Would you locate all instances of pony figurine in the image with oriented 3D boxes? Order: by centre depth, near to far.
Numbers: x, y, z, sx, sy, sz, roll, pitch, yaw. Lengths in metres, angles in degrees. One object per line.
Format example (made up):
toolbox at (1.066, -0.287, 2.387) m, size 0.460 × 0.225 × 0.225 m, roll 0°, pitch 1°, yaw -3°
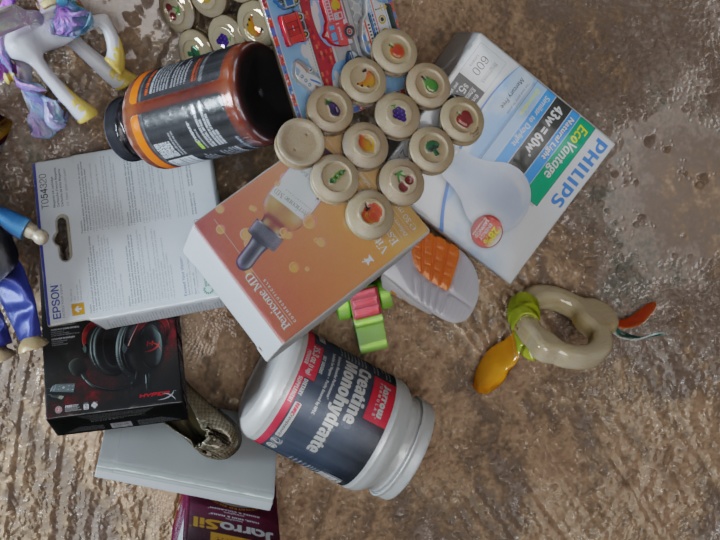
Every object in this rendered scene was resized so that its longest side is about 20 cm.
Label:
pony figurine at (-0.348, -0.242, 1.258) m, size 0.192 × 0.166 × 0.201 m, roll -36°, pitch 114°, yaw -15°

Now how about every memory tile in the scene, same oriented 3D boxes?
memory tile at (0.022, -0.141, 1.223) m, size 0.153 × 0.017 × 0.200 m, roll 45°, pitch 69°, yaw -2°
memory tile at (-0.151, -0.270, 1.278) m, size 0.152 × 0.017 × 0.202 m, roll -12°, pitch 108°, yaw 41°

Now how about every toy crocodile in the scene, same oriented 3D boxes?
toy crocodile at (0.000, 0.000, 1.394) m, size 0.067 × 0.062 × 0.203 m, roll -8°, pitch 104°, yaw -6°

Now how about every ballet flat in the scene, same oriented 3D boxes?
ballet flat at (-0.219, 0.147, 1.364) m, size 0.199 × 0.046 × 0.068 m, roll 38°, pitch 115°, yaw 16°

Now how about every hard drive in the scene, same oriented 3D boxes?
hard drive at (-0.194, 0.202, 1.379) m, size 0.197 × 0.133 × 0.026 m, roll 13°, pitch 124°, yaw -10°

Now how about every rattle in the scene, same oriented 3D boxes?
rattle at (0.255, 0.098, 1.451) m, size 0.198 × 0.130 × 0.144 m, roll -2°, pitch 117°, yaw -34°

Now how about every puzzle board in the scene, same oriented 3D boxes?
puzzle board at (-0.028, -0.261, 1.236) m, size 0.150 × 0.017 × 0.202 m, roll -23°, pitch 104°, yaw -26°

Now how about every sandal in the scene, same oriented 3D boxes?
sandal at (0.041, -0.016, 1.352) m, size 0.205 × 0.059 × 0.080 m, roll 33°, pitch 74°, yaw -6°

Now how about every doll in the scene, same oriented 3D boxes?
doll at (-0.379, -0.010, 1.228) m, size 0.135 × 0.048 × 0.202 m, roll -19°, pitch 96°, yaw 10°

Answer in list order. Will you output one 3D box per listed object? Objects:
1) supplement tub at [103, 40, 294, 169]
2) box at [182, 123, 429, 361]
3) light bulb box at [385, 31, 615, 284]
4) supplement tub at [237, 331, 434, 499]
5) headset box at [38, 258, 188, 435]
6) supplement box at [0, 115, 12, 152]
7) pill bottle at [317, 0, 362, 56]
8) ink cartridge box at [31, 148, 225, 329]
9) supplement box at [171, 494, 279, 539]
supplement tub at (-0.173, -0.166, 1.251) m, size 0.198 × 0.107 × 0.108 m, roll -8°, pitch 107°, yaw 33°
box at (-0.057, -0.031, 1.242) m, size 0.199 × 0.106 × 0.153 m, roll -38°, pitch 88°, yaw -19°
light bulb box at (0.139, -0.129, 1.352) m, size 0.199 × 0.125 × 0.199 m, roll 35°, pitch 96°, yaw -13°
supplement tub at (-0.029, 0.165, 1.387) m, size 0.198 × 0.140 × 0.141 m, roll 28°, pitch 98°, yaw -13°
headset box at (-0.272, 0.068, 1.327) m, size 0.147 × 0.075 × 0.202 m, roll -6°, pitch 69°, yaw -6°
supplement box at (-0.455, -0.080, 1.288) m, size 0.085 × 0.110 × 0.202 m, roll 24°, pitch 98°, yaw -12°
pill bottle at (-0.049, -0.276, 1.298) m, size 0.113 × 0.114 × 0.202 m, roll -23°, pitch 105°, yaw -2°
ink cartridge box at (-0.247, -0.040, 1.310) m, size 0.197 × 0.043 × 0.199 m, roll -10°, pitch 68°, yaw -4°
supplement box at (-0.154, 0.307, 1.362) m, size 0.109 × 0.200 × 0.087 m, roll 14°, pitch 103°, yaw -10°
